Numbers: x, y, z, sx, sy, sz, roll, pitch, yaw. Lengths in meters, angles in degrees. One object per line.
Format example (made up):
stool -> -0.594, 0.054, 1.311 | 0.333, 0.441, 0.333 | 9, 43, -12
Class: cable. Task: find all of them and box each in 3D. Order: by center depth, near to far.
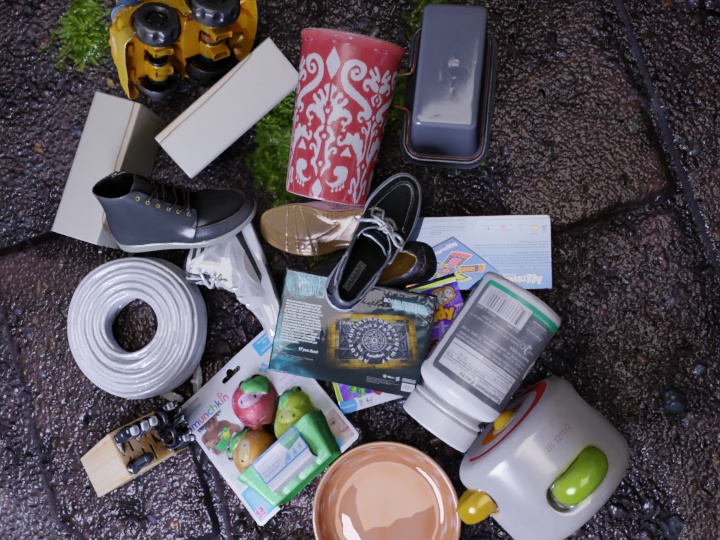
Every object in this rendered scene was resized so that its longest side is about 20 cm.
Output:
cable -> -0.314, 0.080, 1.015 | 0.198, 0.069, 0.202 | 6, 87, 7

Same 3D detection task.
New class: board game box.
board game box -> -0.010, 0.080, 0.933 | 0.198, 0.028, 0.136 | 11, 94, 0
board game box -> 0.051, 0.098, 0.974 | 0.199, 0.045, 0.135 | -18, 94, 5
board game box -> 0.161, -0.024, 0.993 | 0.198, 0.019, 0.104 | -1, 85, 7

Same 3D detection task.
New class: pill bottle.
pill bottle -> 0.146, 0.112, 0.888 | 0.113, 0.113, 0.201 | 35, 89, 8

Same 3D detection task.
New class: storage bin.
storage bin -> 0.108, -0.252, 0.958 | 0.144, 0.134, 0.202 | 6, 86, 7

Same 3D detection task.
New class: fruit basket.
fruit basket -> -0.130, 0.206, 0.975 | 0.185, 0.094, 0.200 | -42, 79, 2

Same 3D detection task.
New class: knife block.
knife block -> -0.307, 0.239, 0.950 | 0.199, 0.176, 0.064 | -30, 82, 4

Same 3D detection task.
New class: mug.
mug -> -0.013, -0.192, 0.940 | 0.133, 0.177, 0.202 | 18, 101, 36

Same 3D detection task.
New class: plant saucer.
plant saucer -> 0.035, 0.329, 0.974 | 0.198, 0.037, 0.202 | 0, 87, 6

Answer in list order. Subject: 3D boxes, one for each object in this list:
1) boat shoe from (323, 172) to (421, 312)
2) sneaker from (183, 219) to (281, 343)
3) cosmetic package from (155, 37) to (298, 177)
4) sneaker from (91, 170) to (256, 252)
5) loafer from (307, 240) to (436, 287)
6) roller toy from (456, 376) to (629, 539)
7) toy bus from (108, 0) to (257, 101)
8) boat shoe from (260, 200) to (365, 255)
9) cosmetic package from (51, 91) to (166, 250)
boat shoe -> 0.020, -0.041, 0.891 | 0.073, 0.068, 0.200 | 37, 75, -3
sneaker -> -0.174, 0.023, 0.993 | 0.115, 0.076, 0.202 | -21, 74, -6
cosmetic package -> -0.177, -0.221, 0.990 | 0.200, 0.104, 0.073 | -42, 105, 1
sneaker -> -0.242, -0.086, 0.947 | 0.198, 0.107, 0.075 | -13, 53, 0
loafer -> 0.000, 0.000, 0.975 | 0.199, 0.072, 0.073 | -17, 82, 16
roller toy -> 0.217, 0.229, 0.888 | 0.140, 0.182, 0.200 | 45, 125, 6
toy bus -> -0.269, -0.356, 0.985 | 0.199, 0.136, 0.192 | -31, 76, -26
boat shoe -> -0.038, -0.062, 0.997 | 0.198, 0.069, 0.071 | 2, 108, 15
cosmetic package -> -0.350, -0.136, 1.019 | 0.073, 0.104, 0.201 | 16, 89, 7
